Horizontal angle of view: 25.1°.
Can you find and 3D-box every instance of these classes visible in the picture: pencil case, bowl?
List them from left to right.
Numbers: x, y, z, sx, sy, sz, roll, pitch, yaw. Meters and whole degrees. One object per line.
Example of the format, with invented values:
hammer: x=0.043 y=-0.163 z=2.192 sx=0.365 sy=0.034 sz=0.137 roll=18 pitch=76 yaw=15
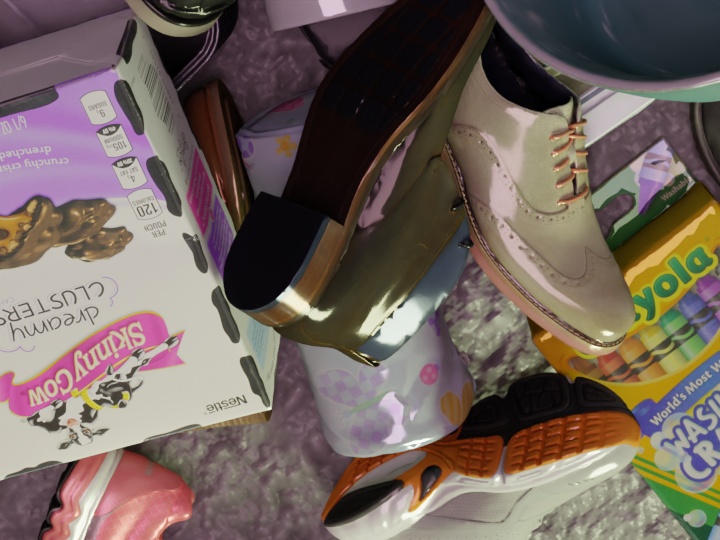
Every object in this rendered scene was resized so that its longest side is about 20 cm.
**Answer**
pencil case: x=0.000 y=0.000 z=0.869 sx=0.090 sy=0.083 sz=0.201 roll=-17 pitch=108 yaw=0
bowl: x=0.158 y=-0.160 z=0.757 sx=0.200 sy=0.105 sz=0.202 roll=-7 pitch=72 yaw=23

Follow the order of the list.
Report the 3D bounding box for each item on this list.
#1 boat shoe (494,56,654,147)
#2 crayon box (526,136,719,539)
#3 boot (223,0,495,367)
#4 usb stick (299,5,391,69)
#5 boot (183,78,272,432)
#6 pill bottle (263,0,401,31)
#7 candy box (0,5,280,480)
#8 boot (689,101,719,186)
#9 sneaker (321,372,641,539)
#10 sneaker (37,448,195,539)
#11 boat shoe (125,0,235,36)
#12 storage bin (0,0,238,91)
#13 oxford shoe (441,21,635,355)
boat shoe: x=0.158 y=-0.135 z=0.838 sx=0.200 sy=0.072 sz=0.062 roll=-38 pitch=102 yaw=14
crayon box: x=0.182 y=0.045 z=0.897 sx=0.126 sy=0.052 sz=0.200 roll=-38 pitch=100 yaw=11
boot: x=0.020 y=-0.047 z=0.796 sx=0.201 sy=0.075 sz=0.097 roll=-55 pitch=134 yaw=-3
usb stick: x=0.051 y=-0.178 z=0.851 sx=0.200 sy=0.033 sz=0.056 roll=-38 pitch=94 yaw=11
boot: x=-0.130 y=-0.004 z=0.892 sx=0.154 sy=0.077 sz=0.201 roll=0 pitch=113 yaw=6
pill bottle: x=-0.034 y=-0.223 z=0.793 sx=0.110 sy=0.111 sz=0.201 roll=-13 pitch=99 yaw=5
candy box: x=-0.150 y=-0.006 z=0.795 sx=0.167 sy=0.072 sz=0.201 roll=-16 pitch=121 yaw=11
boot: x=0.243 y=-0.017 z=0.800 sx=0.072 sy=0.200 sz=0.182 roll=-35 pitch=101 yaw=10
sneaker: x=0.079 y=0.125 z=0.900 sx=0.199 sy=0.076 sz=0.092 roll=-23 pitch=119 yaw=35
sneaker: x=-0.156 y=0.195 z=0.939 sx=0.086 sy=0.074 sz=0.201 roll=21 pitch=106 yaw=-8
boat shoe: x=-0.116 y=-0.207 z=0.751 sx=0.202 sy=0.073 sz=0.063 roll=56 pitch=141 yaw=7
storage bin: x=-0.174 y=-0.155 z=0.834 sx=0.135 sy=0.094 sz=0.200 roll=-43 pitch=101 yaw=12
oxford shoe: x=0.088 y=-0.049 z=0.823 sx=0.074 sy=0.071 sz=0.201 roll=-32 pitch=94 yaw=42
